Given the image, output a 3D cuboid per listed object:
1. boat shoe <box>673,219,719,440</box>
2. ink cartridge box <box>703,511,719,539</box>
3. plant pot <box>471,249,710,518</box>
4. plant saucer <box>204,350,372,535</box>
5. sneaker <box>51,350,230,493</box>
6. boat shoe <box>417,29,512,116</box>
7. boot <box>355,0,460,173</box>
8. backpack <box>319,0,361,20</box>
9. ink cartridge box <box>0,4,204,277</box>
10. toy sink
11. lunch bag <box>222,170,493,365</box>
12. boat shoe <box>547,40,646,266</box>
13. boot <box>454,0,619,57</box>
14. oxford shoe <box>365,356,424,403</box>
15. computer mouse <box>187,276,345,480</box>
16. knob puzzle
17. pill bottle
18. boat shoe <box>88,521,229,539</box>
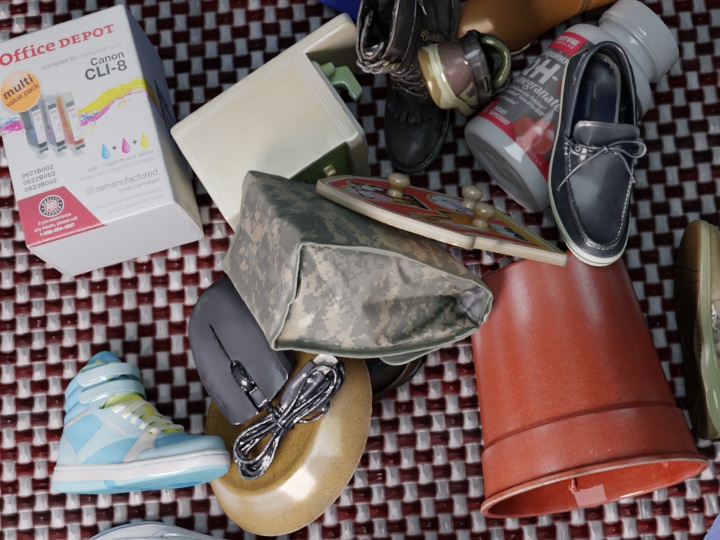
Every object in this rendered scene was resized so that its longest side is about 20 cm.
[{"bbox_3d":[0.332,0.053,1.139,0.062,0.073,0.202,-4,90,-3],"label":"boat shoe"},{"bbox_3d":[0.444,0.216,1.111,0.195,0.043,0.201,31,81,9],"label":"ink cartridge box"},{"bbox_3d":[0.184,0.097,1.084,0.198,0.201,0.197,-11,70,2],"label":"plant pot"},{"bbox_3d":[-0.078,0.134,1.108,0.199,0.035,0.202,-19,58,34],"label":"plant saucer"},{"bbox_3d":[-0.204,0.134,1.124,0.198,0.079,0.132,-10,73,30],"label":"sneaker"},{"bbox_3d":[0.107,-0.182,1.120,0.064,0.200,0.074,-15,97,19],"label":"boat shoe"},{"bbox_3d":[0.033,-0.190,1.133,0.069,0.174,0.202,10,99,19],"label":"boot"},{"bbox_3d":[0.018,-0.366,1.190,0.162,0.168,0.201,30,76,5],"label":"backpack"},{"bbox_3d":[-0.250,-0.120,1.170,0.144,0.145,0.202,-17,77,1],"label":"ink cartridge box"},{"bbox_3d":[-0.059,-0.125,1.166,0.199,0.130,0.113,-34,79,-4],"label":"toy sink"},{"bbox_3d":[0.000,0.000,1.067,0.198,0.164,0.119,6,112,-26],"label":"lunch bag"},{"bbox_3d":[0.204,-0.105,1.056,0.074,0.062,0.202,7,74,-8],"label":"boat shoe"},{"bbox_3d":[0.172,-0.274,1.165,0.198,0.155,0.074,-19,79,0],"label":"boot"},{"bbox_3d":[-0.030,0.117,1.141,0.200,0.084,0.073,-41,82,-2],"label":"oxford shoe"},{"bbox_3d":[-0.104,0.072,1.099,0.139,0.053,0.200,-48,46,14],"label":"computer mouse"},{"bbox_3d":[0.058,-0.060,1.055,0.217,0.220,0.031,17,103,7],"label":"knob puzzle"},{"bbox_3d":[0.203,-0.160,1.164,0.200,0.111,0.111,-43,79,-5],"label":"pill bottle"},{"bbox_3d":[-0.169,0.268,1.129,0.198,0.067,0.074,-1,79,4],"label":"boat shoe"}]
